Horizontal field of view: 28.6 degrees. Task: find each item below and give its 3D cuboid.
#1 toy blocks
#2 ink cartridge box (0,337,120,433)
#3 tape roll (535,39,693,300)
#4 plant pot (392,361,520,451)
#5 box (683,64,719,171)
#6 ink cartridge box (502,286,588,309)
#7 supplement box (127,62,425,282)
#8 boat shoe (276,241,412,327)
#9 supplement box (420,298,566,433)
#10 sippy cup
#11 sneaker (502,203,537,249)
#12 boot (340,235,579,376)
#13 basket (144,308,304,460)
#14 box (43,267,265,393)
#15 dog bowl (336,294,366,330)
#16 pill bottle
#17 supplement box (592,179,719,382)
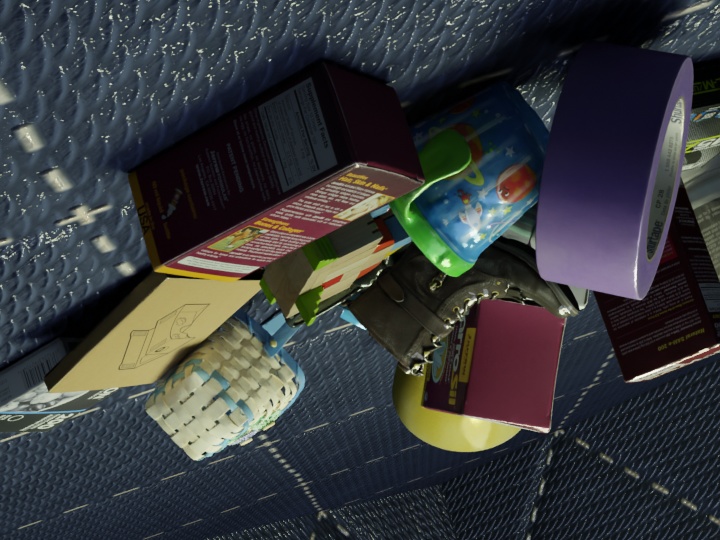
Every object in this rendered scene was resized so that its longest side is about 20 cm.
[{"bbox_3d":[-0.013,-0.026,1.351,0.136,0.100,0.200,-26,169,-20],"label":"toy blocks"},{"bbox_3d":[-0.325,0.129,1.584,0.197,0.044,0.199,-29,163,29],"label":"ink cartridge box"},{"bbox_3d":[0.209,-0.082,1.155,0.084,0.202,0.200,12,175,19],"label":"tape roll"},{"bbox_3d":[0.141,0.121,1.913,0.198,0.201,0.143,-16,139,-12],"label":"plant pot"},{"bbox_3d":[0.296,-0.139,1.387,0.198,0.048,0.193,-12,163,-22],"label":"box"},{"bbox_3d":[0.140,0.012,1.542,0.198,0.041,0.200,9,176,2],"label":"ink cartridge box"},{"bbox_3d":[-0.066,-0.071,1.096,0.199,0.086,0.110,-26,163,26],"label":"supplement box"},{"bbox_3d":[0.000,0.000,1.487,0.199,0.061,0.075,-26,164,24],"label":"boat shoe"},{"bbox_3d":[0.143,0.102,1.568,0.102,0.132,0.200,11,175,-10],"label":"supplement box"},{"bbox_3d":[0.096,-0.086,1.187,0.130,0.140,0.178,-34,-157,16],"label":"sippy cup"},{"bbox_3d":[0.155,-0.054,1.526,0.087,0.075,0.200,23,173,-5],"label":"sneaker"},{"bbox_3d":[0.100,0.035,1.418,0.175,0.199,0.069,-54,168,11],"label":"boot"},{"bbox_3d":[-0.138,0.112,1.604,0.176,0.139,0.200,-37,-167,48],"label":"basket"},{"bbox_3d":[-0.206,0.059,1.444,0.200,0.021,0.163,-41,157,27],"label":"box"},{"bbox_3d":[0.027,0.045,1.614,0.111,0.050,0.200,23,175,15],"label":"dog bowl"},{"bbox_3d":[0.426,-0.038,1.605,0.112,0.202,0.113,-18,166,-5],"label":"pill bottle"},{"bbox_3d":[0.281,-0.004,1.376,0.108,0.202,0.061,-26,163,35],"label":"supplement box"}]
